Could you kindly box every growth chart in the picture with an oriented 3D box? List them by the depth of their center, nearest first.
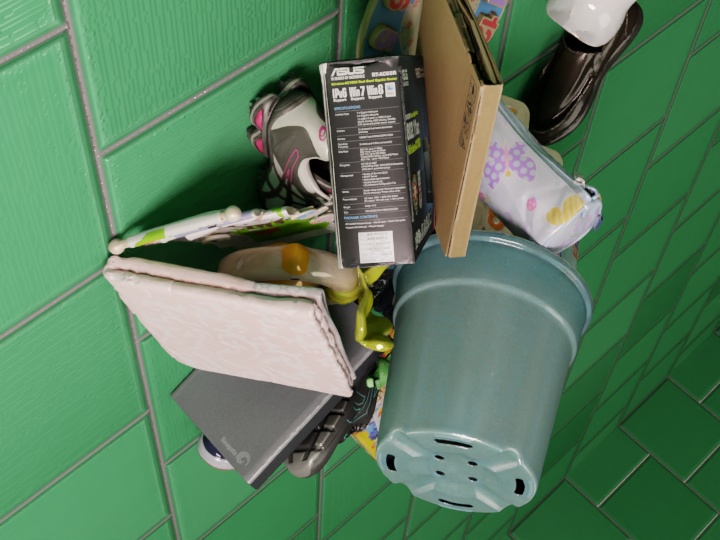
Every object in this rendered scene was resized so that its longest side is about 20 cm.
[{"bbox_3d":[-0.097,-0.035,0.937,0.143,0.018,0.199,-14,173,28],"label":"growth chart"}]

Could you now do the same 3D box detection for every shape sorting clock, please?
[{"bbox_3d":[0.074,-0.237,1.003,0.199,0.039,0.201,-39,154,-23],"label":"shape sorting clock"}]

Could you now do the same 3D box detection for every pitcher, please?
[{"bbox_3d":[0.290,-0.354,1.135,0.172,0.121,0.201,-55,177,-45],"label":"pitcher"}]

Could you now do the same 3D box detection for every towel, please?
[{"bbox_3d":[-0.107,0.050,0.957,0.201,0.189,0.033,72,29,-63],"label":"towel"}]

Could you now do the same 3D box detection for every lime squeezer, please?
[{"bbox_3d":[0.041,0.108,1.153,0.199,0.070,0.038,-4,107,-54],"label":"lime squeezer"}]

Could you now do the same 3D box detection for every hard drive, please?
[{"bbox_3d":[-0.081,0.100,1.106,0.200,0.139,0.033,-47,148,-5],"label":"hard drive"}]

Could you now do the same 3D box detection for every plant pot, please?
[{"bbox_3d":[0.106,0.103,1.018,0.201,0.198,0.198,91,12,-55],"label":"plant pot"}]

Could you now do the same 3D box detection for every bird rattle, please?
[{"bbox_3d":[-0.059,0.006,1.005,0.162,0.198,0.114,24,73,-49],"label":"bird rattle"}]

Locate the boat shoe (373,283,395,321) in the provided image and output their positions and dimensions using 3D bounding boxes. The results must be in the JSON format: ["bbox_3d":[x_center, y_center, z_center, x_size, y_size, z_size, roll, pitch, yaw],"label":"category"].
[{"bbox_3d":[0.086,-0.013,1.335,0.092,0.075,0.201,-13,-147,46],"label":"boat shoe"}]

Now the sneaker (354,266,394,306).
[{"bbox_3d":[0.000,0.000,1.174,0.200,0.073,0.082,-50,173,-22],"label":"sneaker"}]

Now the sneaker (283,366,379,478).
[{"bbox_3d":[-0.018,0.148,1.150,0.080,0.075,0.201,62,37,-28],"label":"sneaker"}]

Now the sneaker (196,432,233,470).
[{"bbox_3d":[-0.097,0.136,1.217,0.199,0.070,0.109,-31,154,-47],"label":"sneaker"}]

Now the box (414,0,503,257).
[{"bbox_3d":[0.074,-0.137,0.941,0.021,0.165,0.201,-7,142,-11],"label":"box"}]

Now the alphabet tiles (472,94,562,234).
[{"bbox_3d":[0.128,-0.093,1.140,0.194,0.203,0.015,15,162,-27],"label":"alphabet tiles"}]

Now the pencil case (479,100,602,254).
[{"bbox_3d":[0.140,-0.102,1.045,0.083,0.200,0.091,-29,156,-27],"label":"pencil case"}]

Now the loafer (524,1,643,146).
[{"bbox_3d":[0.245,-0.240,1.271,0.071,0.073,0.201,23,102,-55],"label":"loafer"}]

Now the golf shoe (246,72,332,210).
[{"bbox_3d":[-0.046,-0.080,0.969,0.077,0.088,0.201,-41,156,-14],"label":"golf shoe"}]

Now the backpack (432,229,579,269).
[{"bbox_3d":[0.156,0.001,1.239,0.177,0.149,0.202,27,70,-42],"label":"backpack"}]

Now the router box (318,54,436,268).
[{"bbox_3d":[0.019,-0.094,0.877,0.200,0.061,0.152,-54,139,-76],"label":"router box"}]

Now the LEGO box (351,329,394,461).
[{"bbox_3d":[0.034,0.162,1.472,0.149,0.077,0.200,-46,156,-8],"label":"LEGO box"}]
